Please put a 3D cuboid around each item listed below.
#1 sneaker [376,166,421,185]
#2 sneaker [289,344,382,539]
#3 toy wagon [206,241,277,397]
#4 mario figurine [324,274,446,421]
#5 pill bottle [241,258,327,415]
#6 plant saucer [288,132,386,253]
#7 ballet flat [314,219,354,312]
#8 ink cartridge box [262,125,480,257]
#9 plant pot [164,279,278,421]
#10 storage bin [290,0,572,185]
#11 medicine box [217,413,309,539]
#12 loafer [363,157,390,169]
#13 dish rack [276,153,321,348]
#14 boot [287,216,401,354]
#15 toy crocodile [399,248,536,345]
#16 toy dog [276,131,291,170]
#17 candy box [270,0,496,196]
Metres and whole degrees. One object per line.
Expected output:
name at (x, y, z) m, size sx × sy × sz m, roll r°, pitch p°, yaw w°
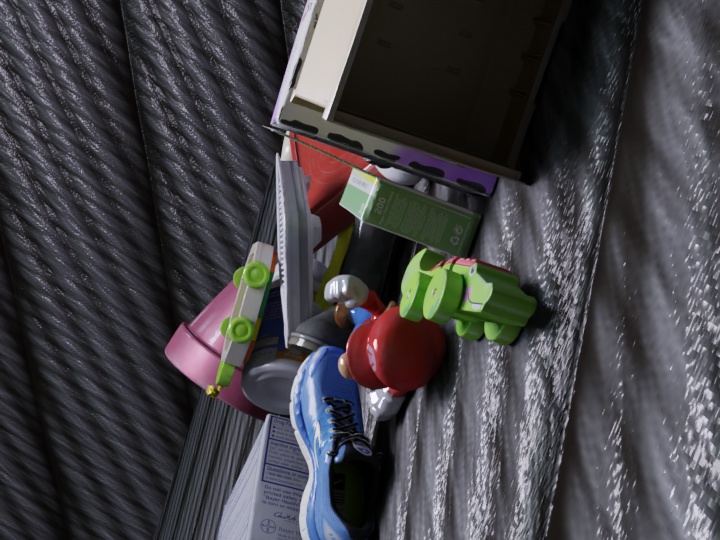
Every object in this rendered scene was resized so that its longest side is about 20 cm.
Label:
sneaker at (0.063, -0.196, 1.156) m, size 0.116 × 0.073 × 0.201 m, roll 114°, pitch 168°, yaw -46°
sneaker at (-0.013, 0.164, 0.978) m, size 0.089 × 0.078 × 0.202 m, roll -36°, pitch 55°, yaw 52°
toy wagon at (-0.151, 0.065, 1.318) m, size 0.155 × 0.039 × 0.202 m, roll 169°, pitch 116°, yaw -79°
mario figurine at (0.003, 0.071, 0.944) m, size 0.107 × 0.123 × 0.200 m, roll -60°, pitch 7°, yaw -3°
pill bottle at (-0.089, 0.080, 1.387) m, size 0.112 × 0.111 × 0.201 m, roll 120°, pitch 163°, yaw -47°
plant saucer at (-0.019, -0.154, 1.282) m, size 0.199 × 0.037 × 0.201 m, roll -37°, pitch 45°, yaw 31°
ballet flat at (-0.008, 0.010, 1.234) m, size 0.067 × 0.067 × 0.201 m, roll -22°, pitch 48°, yaw 54°
ink cartridge box at (-0.001, -0.074, 0.958) m, size 0.146 × 0.199 × 0.048 m, roll -135°, pitch 66°, yaw -77°
plant pot at (-0.166, 0.101, 1.579) m, size 0.180 × 0.199 × 0.200 m, roll -56°, pitch 12°, yaw 1°
storage bin at (0.073, -0.189, 0.801) m, size 0.094 × 0.197 × 0.201 m, roll 32°, pitch 106°, yaw 60°
medicine box at (-0.087, 0.289, 1.086) m, size 0.201 × 0.102 × 0.183 m, roll -84°, pitch 16°, yaw -47°
loafer at (0.007, -0.197, 0.979) m, size 0.072 × 0.063 × 0.202 m, roll -10°, pitch 75°, yaw 53°
dish rack at (-0.071, -0.027, 1.179) m, size 0.200 × 0.043 × 0.173 m, roll -106°, pitch 14°, yaw -62°
boot at (-0.002, -0.001, 1.112) m, size 0.182 × 0.072 × 0.201 m, roll 15°, pitch -83°, yaw -78°
toy crocodile at (0.078, 0.016, 0.782) m, size 0.200 × 0.067 × 0.062 m, roll 177°, pitch 111°, yaw -78°
toy dog at (-0.023, -0.172, 1.455) m, size 0.193 × 0.140 × 0.201 m, roll -24°, pitch 35°, yaw 24°
candy box at (0.040, -0.176, 0.909) m, size 0.072 × 0.199 × 0.169 m, roll -152°, pitch 80°, yaw -78°
